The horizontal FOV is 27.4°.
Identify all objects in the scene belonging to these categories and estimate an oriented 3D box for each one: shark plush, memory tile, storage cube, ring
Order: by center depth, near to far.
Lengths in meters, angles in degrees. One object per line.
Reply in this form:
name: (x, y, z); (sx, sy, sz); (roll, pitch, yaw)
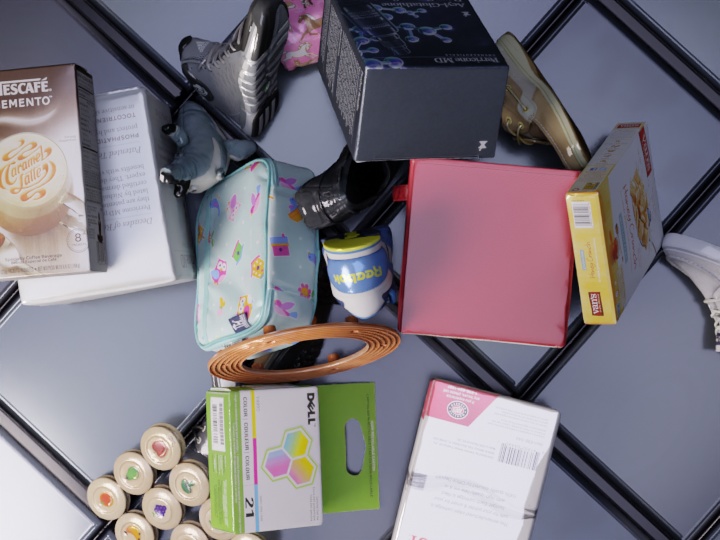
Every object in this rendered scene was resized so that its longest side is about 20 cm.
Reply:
ring: (-0.057, 0.080, 1.500); (0.199, 0.201, 0.019); (-11, 73, 1)
storage cube: (0.129, -0.019, 1.556); (0.198, 0.171, 0.181); (4, 91, 1)
shark plush: (-0.190, -0.120, 1.561); (0.090, 0.200, 0.084); (-25, 104, 27)
memory tile: (-0.200, 0.278, 1.607); (0.153, 0.017, 0.200); (-41, 88, 26)

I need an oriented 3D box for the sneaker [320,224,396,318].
sneaker: (0.000, 0.000, 1.492); (0.073, 0.200, 0.083); (-14, 95, 7)

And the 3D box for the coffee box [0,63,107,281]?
coffee box: (-0.317, -0.094, 1.447); (0.113, 0.080, 0.202); (-5, 89, 3)

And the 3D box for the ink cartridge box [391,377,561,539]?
ink cartridge box: (0.122, 0.231, 1.595); (0.145, 0.085, 0.202); (14, 88, 2)

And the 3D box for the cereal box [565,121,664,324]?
cereal box: (0.266, -0.053, 1.524); (0.039, 0.200, 0.145); (-1, 116, 27)

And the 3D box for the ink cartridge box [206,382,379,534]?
ink cartridge box: (-0.057, 0.193, 1.566); (0.199, 0.076, 0.149); (-2, 88, -25)

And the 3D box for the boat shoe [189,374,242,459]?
boat shoe: (-0.154, 0.194, 1.615); (0.066, 0.070, 0.202); (-7, 97, 1)

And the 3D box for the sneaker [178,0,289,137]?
sneaker: (-0.144, -0.231, 1.566); (0.115, 0.201, 0.075); (29, 55, 11)

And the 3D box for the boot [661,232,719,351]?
boot: (0.402, 0.042, 1.594); (0.199, 0.074, 0.096); (27, 83, 1)

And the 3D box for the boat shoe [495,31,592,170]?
boat shoe: (0.182, -0.169, 1.579); (0.066, 0.074, 0.201); (-34, 50, 8)

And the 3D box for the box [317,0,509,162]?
box: (0.048, -0.207, 1.509); (0.147, 0.201, 0.108); (-2, 126, -14)

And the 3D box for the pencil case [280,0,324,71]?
pencil case: (-0.011, -0.291, 1.610); (0.199, 0.087, 0.083); (-21, 57, 1)

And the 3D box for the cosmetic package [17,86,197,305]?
cosmetic package: (-0.278, -0.074, 1.569); (0.165, 0.167, 0.202); (-10, 90, 2)

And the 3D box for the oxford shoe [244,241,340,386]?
oxford shoe: (-0.083, 0.058, 1.620); (0.084, 0.073, 0.201); (31, 99, 32)

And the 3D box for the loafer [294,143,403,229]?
loafer: (0.004, -0.100, 1.554); (0.070, 0.201, 0.068); (-14, 107, 33)

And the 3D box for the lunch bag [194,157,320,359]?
lunch bag: (-0.116, -0.007, 1.559); (0.077, 0.160, 0.202); (15, 68, -36)
